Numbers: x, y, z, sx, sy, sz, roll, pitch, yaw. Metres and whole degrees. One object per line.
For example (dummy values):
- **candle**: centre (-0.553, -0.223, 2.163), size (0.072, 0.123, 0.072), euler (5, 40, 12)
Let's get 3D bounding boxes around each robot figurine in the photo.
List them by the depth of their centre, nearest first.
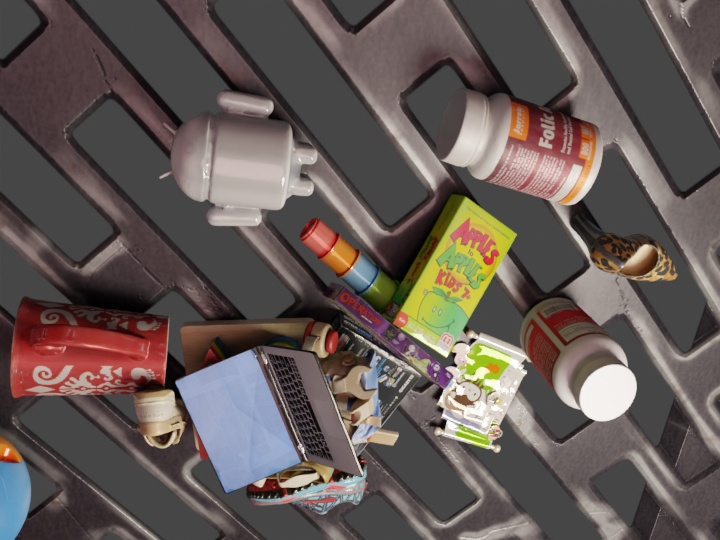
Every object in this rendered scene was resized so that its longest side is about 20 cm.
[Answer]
- **robot figurine**: centre (-0.155, -0.140, 1.047), size (0.196, 0.113, 0.173), euler (6, 99, -11)

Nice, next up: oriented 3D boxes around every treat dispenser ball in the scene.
- **treat dispenser ball**: centre (-0.572, 0.322, 1.160), size (0.196, 0.202, 0.205), euler (-3, 116, -6)

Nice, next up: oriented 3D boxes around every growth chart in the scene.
- **growth chart**: centre (0.191, 0.193, 1.308), size (0.142, 0.018, 0.203), euler (13, 111, -14)

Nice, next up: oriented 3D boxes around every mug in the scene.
- **mug**: centre (-0.363, 0.117, 1.113), size (0.196, 0.178, 0.136), euler (5, 102, -15)

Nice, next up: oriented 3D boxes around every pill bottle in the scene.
- **pill bottle**: centre (0.208, -0.166, 1.085), size (0.196, 0.115, 0.116), euler (14, 113, -15)
- **pill bottle**: centre (0.314, 0.128, 1.187), size (0.110, 0.200, 0.115), euler (-4, 112, -9)

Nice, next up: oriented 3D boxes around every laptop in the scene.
- **laptop**: centre (-0.123, 0.209, 1.097), size (0.115, 0.198, 0.190), euler (-33, 111, -34)

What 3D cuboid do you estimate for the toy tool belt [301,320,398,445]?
- **toy tool belt**: centre (-0.008, 0.161, 1.145), size (0.120, 0.126, 0.203), euler (6, 125, 18)

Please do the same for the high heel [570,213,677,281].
- **high heel**: centre (0.399, -0.005, 1.172), size (0.197, 0.143, 0.072), euler (24, 111, -18)

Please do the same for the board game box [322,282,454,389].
- **board game box**: centre (0.036, 0.090, 1.159), size (0.199, 0.120, 0.033), euler (39, 80, -10)

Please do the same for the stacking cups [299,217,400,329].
- **stacking cups**: centre (0.000, 0.000, 1.168), size (0.060, 0.061, 0.200), euler (-41, 112, 12)

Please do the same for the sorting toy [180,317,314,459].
- **sorting toy**: centre (-0.159, 0.178, 1.188), size (0.195, 0.070, 0.203), euler (-2, 107, 6)

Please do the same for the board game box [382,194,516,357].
- **board game box**: centre (0.126, 0.007, 1.158), size (0.101, 0.048, 0.202), euler (31, 88, -20)

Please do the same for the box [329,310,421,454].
- **box**: centre (-0.024, 0.184, 1.257), size (0.157, 0.046, 0.201), euler (31, 108, -20)

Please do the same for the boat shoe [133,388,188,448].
- **boat shoe**: centre (-0.283, 0.216, 1.162), size (0.072, 0.200, 0.071), euler (-4, 74, -3)

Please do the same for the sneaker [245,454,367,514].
- **sneaker**: centre (-0.083, 0.359, 1.315), size (0.195, 0.080, 0.097), euler (-8, 118, -4)

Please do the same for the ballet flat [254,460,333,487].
- **ballet flat**: centre (-0.134, 0.300, 1.259), size (0.196, 0.064, 0.069), euler (-6, 132, 14)
